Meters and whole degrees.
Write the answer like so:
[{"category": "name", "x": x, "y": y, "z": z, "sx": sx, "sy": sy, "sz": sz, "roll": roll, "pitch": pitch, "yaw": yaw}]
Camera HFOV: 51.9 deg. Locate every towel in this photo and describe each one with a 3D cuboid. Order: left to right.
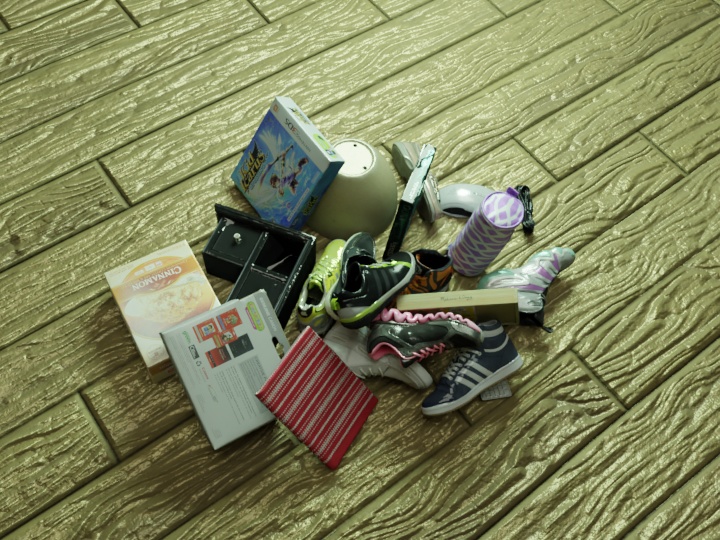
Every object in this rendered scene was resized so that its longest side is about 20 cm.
[{"category": "towel", "x": -0.065, "y": 0.205, "z": 1.180, "sx": 0.200, "sy": 0.022, "sz": 0.145, "roll": 50, "pitch": 60, "yaw": -26}]

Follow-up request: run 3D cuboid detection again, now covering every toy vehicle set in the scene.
[{"category": "toy vehicle set", "x": 0.169, "y": 0.068, "z": 1.265, "sx": 0.200, "sy": 0.124, "sz": 0.027, "roll": -4, "pitch": 69, "yaw": 10}]

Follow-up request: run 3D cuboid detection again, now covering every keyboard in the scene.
[{"category": "keyboard", "x": 0.214, "y": 0.136, "z": 1.324, "sx": 0.056, "sy": 0.011, "sz": 0.200, "roll": -9, "pitch": 61, "yaw": -10}]

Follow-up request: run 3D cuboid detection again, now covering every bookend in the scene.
[{"category": "bookend", "x": -0.205, "y": 0.008, "z": 1.315, "sx": 0.200, "sy": 0.092, "sz": 0.199, "roll": 20, "pitch": 60, "yaw": 8}]

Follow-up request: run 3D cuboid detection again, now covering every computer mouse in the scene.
[{"category": "computer mouse", "x": 0.248, "y": -0.135, "z": 1.467, "sx": 0.200, "sy": 0.044, "sz": 0.110, "roll": 7, "pitch": 60, "yaw": -1}]

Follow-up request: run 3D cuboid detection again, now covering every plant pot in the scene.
[{"category": "plant pot", "x": -0.022, "y": -0.174, "z": 1.415, "sx": 0.200, "sy": 0.135, "sz": 0.201, "roll": 2, "pitch": 59, "yaw": -3}]

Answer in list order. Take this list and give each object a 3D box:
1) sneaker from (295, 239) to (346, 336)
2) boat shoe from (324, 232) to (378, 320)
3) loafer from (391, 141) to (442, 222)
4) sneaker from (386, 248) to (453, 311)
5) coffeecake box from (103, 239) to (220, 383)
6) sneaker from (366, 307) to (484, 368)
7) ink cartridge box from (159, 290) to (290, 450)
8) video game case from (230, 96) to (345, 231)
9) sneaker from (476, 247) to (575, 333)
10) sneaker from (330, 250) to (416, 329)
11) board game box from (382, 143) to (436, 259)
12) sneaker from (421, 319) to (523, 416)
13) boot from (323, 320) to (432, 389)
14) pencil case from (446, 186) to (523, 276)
[{"category": "sneaker", "x": -0.059, "y": 0.021, "z": 1.325, "sx": 0.075, "sy": 0.076, "sz": 0.200, "roll": 9, "pitch": 57, "yaw": 13}, {"category": "boat shoe", "x": -0.002, "y": -0.001, "z": 1.305, "sx": 0.075, "sy": 0.066, "sz": 0.199, "roll": 44, "pitch": 45, "yaw": -16}, {"category": "loafer", "x": 0.126, "y": -0.185, "z": 1.473, "sx": 0.063, "sy": 0.072, "sz": 0.200, "roll": -15, "pitch": 59, "yaw": -17}, {"category": "sneaker", "x": 0.077, "y": 0.016, "z": 1.323, "sx": 0.200, "sy": 0.112, "sz": 0.078, "roll": -25, "pitch": 64, "yaw": -17}, {"category": "coffeecake box", "x": -0.329, "y": 0.068, "z": 1.280, "sx": 0.153, "sy": 0.073, "sz": 0.200, "roll": -25, "pitch": 65, "yaw": -19}, {"category": "sneaker", "x": 0.099, "y": 0.118, "z": 1.200, "sx": 0.200, "sy": 0.079, "sz": 0.095, "roll": 2, "pitch": 59, "yaw": 23}, {"category": "ink cartridge box", "x": -0.200, "y": 0.154, "z": 1.189, "sx": 0.175, "sy": 0.084, "sz": 0.200, "roll": -24, "pitch": 93, "yaw": -18}, {"category": "video game case", "x": -0.142, "y": -0.188, "z": 1.381, "sx": 0.045, "sy": 0.200, "sz": 0.181, "roll": -8, "pitch": 52, "yaw": -50}, {"category": "sneaker", "x": 0.327, "y": 0.048, "z": 1.354, "sx": 0.200, "sy": 0.078, "sz": 0.140, "roll": -23, "pitch": 65, "yaw": -7}, {"category": "sneaker", "x": 0.022, "y": 0.012, "z": 1.217, "sx": 0.200, "sy": 0.072, "sz": 0.083, "roll": -48, "pitch": 117, "yaw": -39}, {"category": "board game box", "x": 0.088, "y": -0.119, "z": 1.353, "sx": 0.028, "sy": 0.200, "sz": 0.135, "roll": 21, "pitch": 60, "yaw": 3}, {"category": "sneaker", "x": 0.171, "y": 0.156, "z": 1.240, "sx": 0.200, "sy": 0.070, "sz": 0.109, "roll": -27, "pitch": 99, "yaw": -18}, {"category": "boot", "x": 0.018, "y": 0.165, "z": 1.263, "sx": 0.200, "sy": 0.074, "sz": 0.096, "roll": 32, "pitch": 68, "yaw": 23}, {"category": "pencil case", "x": 0.225, "y": -0.064, "z": 1.339, "sx": 0.084, "sy": 0.200, "sz": 0.086, "roll": 40, "pitch": 62, "yaw": 6}]
